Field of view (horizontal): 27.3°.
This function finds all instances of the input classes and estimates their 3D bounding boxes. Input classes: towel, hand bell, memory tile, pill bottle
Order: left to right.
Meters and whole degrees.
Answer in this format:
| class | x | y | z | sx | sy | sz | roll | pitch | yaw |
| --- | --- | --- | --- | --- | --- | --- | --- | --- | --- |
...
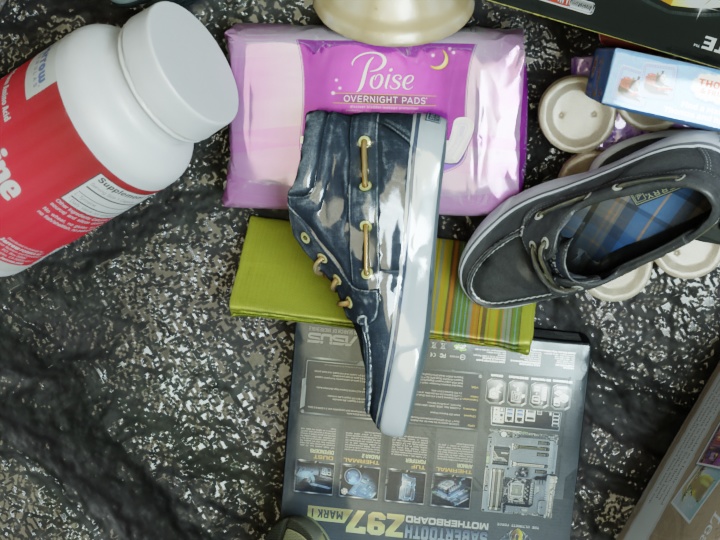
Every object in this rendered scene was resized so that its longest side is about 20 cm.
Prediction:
| class | x | y | z | sx | sy | sz | roll | pitch | yaw |
| --- | --- | --- | --- | --- | --- | --- | --- | --- | --- |
| pill bottle | -0.180 | -0.084 | 0.941 | 0.200 | 0.112 | 0.112 | -28 | 96 | 25 |
| towel | 0.018 | 0.009 | 0.988 | 0.200 | 0.086 | 0.018 | 7 | 138 | 4 |
| hand bell | 0.022 | -0.245 | 0.883 | 0.104 | 0.104 | 0.200 | 4 | 133 | 4 |
| memory tile | 0.223 | -0.074 | 0.957 | 0.200 | 0.017 | 0.153 | -15 | 97 | 8 |

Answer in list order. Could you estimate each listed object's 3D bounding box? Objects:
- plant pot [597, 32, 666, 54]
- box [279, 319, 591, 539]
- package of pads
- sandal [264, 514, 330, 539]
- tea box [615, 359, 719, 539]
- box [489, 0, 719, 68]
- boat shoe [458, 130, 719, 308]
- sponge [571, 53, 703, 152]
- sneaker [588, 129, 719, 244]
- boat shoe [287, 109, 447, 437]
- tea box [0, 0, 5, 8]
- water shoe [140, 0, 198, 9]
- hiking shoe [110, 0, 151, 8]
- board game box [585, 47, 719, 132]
| class | x | y | z | sx | sy | sz | roll | pitch | yaw |
| --- | --- | --- | --- | --- | --- | --- | --- | --- | --- |
| plant pot | 0.206 | -0.235 | 0.849 | 0.176 | 0.200 | 0.200 | -10 | 128 | 12 |
| box | 0.049 | 0.113 | 1.008 | 0.200 | 0.051 | 0.158 | 5 | 98 | 3 |
| package of pads | 0.008 | -0.099 | 0.968 | 0.200 | 0.076 | 0.121 | 2 | 101 | 4 |
| sandal | -0.012 | 0.236 | 1.010 | 0.057 | 0.080 | 0.201 | -36 | 127 | -23 |
| tea box | 0.301 | 0.147 | 0.918 | 0.197 | 0.134 | 0.200 | 35 | 81 | -10 |
| box | 0.175 | -0.185 | 0.749 | 0.200 | 0.049 | 0.160 | 17 | 133 | 3 |
| boat shoe | 0.136 | -0.017 | 0.893 | 0.200 | 0.066 | 0.070 | -23 | 110 | 32 |
| sponge | 0.241 | -0.089 | 0.976 | 0.200 | 0.030 | 0.112 | -2 | 98 | 4 |
| sneaker | 0.239 | -0.040 | 0.902 | 0.200 | 0.099 | 0.071 | 12 | 102 | 4 |
| boat shoe | 0.000 | 0.000 | 0.919 | 0.091 | 0.071 | 0.201 | 6 | 94 | 6 |
| tea box | -0.329 | -0.214 | 0.939 | 0.197 | 0.134 | 0.200 | 32 | 99 | -1 |
| water shoe | -0.074 | -0.245 | 0.955 | 0.200 | 0.072 | 0.079 | -30 | 90 | 7 |
| hiking shoe | -0.159 | -0.265 | 0.920 | 0.074 | 0.087 | 0.200 | -23 | 66 | 14 |
| board game box | 0.236 | -0.093 | 0.867 | 0.200 | 0.151 | 0.037 | 12 | 99 | 3 |
